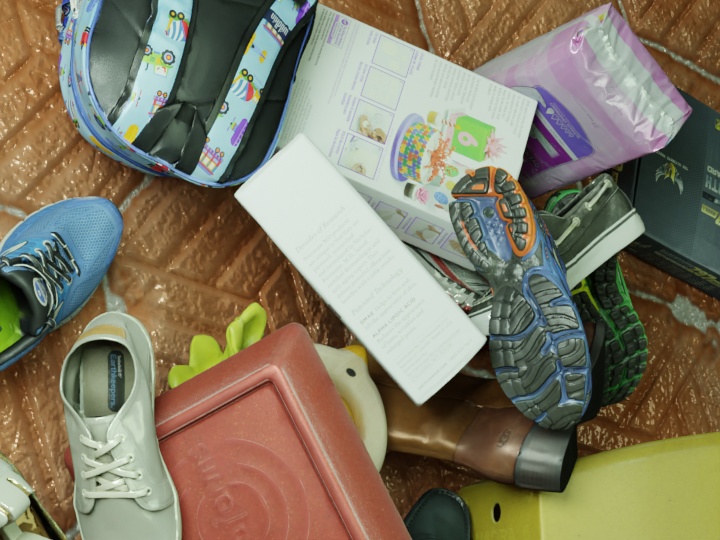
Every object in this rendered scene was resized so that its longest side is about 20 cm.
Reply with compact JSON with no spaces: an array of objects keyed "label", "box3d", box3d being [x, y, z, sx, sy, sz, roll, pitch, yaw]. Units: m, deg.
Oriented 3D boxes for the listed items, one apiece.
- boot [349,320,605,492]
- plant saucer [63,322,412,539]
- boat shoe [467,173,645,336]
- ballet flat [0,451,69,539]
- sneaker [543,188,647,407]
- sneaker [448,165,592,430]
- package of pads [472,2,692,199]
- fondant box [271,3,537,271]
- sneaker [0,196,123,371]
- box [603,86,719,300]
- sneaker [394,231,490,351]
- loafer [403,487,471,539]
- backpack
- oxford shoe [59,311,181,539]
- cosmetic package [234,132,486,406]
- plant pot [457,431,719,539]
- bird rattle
[{"label":"boot","box3d":[0.085,0.090,1.410,0.069,0.199,0.189,82,26,-43]},{"label":"plant saucer","box3d":[-0.085,0.168,1.225,0.201,0.199,0.037,63,10,7]},{"label":"boat shoe","box3d":[0.144,-0.012,1.432,0.200,0.071,0.064,-35,97,-36]},{"label":"ballet flat","box3d":[-0.229,0.177,1.200,0.071,0.071,0.201,-42,105,-36]},{"label":"sneaker","box3d":[0.201,0.023,1.558,0.077,0.085,0.202,-8,106,1]},{"label":"sneaker","box3d":[0.130,0.020,1.327,0.078,0.075,0.201,14,59,-62]},{"label":"package of pads","box3d":[0.168,-0.137,1.498,0.076,0.200,0.121,-45,103,-30]},{"label":"fondant box","box3d":[0.028,-0.105,1.423,0.199,0.058,0.145,22,58,-7]},{"label":"sneaker","box3d":[-0.225,0.018,1.227,0.079,0.089,0.200,53,54,-16]},{"label":"box","box3d":[0.313,-0.073,1.689,0.199,0.051,0.159,25,66,-31]},{"label":"sneaker","box3d":[0.072,0.001,1.468,0.200,0.078,0.083,35,59,-27]},{"label":"loafer","box3d":[0.053,0.234,1.368,0.068,0.071,0.201,22,38,0]},{"label":"backpack","box3d":[-0.136,-0.154,1.307,0.182,0.134,0.201,27,63,-30]},{"label":"oxford shoe","box3d":[-0.163,0.128,1.195,0.058,0.075,0.202,1,83,-79]},{"label":"cosmetic package","box3d":[0.000,0.000,1.301,0.074,0.102,0.200,-43,88,-1]},{"label":"plant pot","box3d":[0.184,0.238,1.436,0.175,0.200,0.202,4,77,-25]},{"label":"bird rattle","box3d":[-0.054,0.125,1.301,0.162,0.113,0.202,-7,79,-21]}]
